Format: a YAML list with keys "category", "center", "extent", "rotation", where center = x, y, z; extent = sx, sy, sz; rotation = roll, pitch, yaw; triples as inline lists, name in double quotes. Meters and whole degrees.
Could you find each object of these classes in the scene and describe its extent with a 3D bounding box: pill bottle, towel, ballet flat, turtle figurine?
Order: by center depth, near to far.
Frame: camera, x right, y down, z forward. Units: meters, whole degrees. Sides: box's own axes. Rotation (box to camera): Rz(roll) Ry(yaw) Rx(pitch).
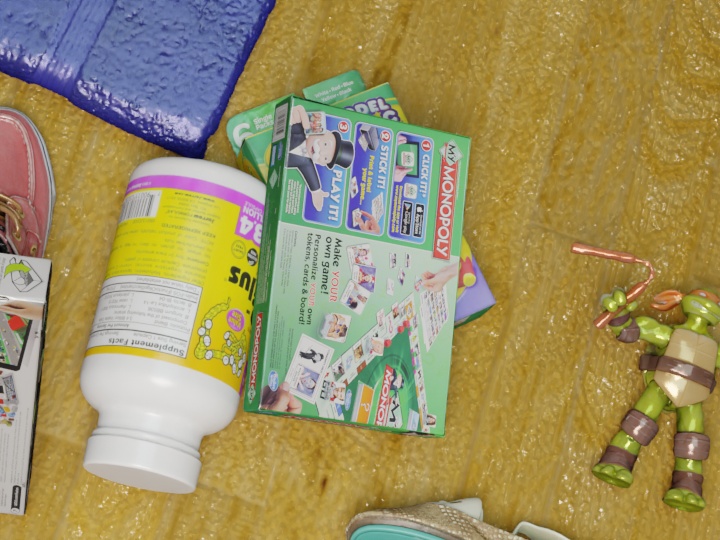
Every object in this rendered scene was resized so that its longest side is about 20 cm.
- category: "pill bottle"
  center: [-0.119, 0.036, 1.077]
  extent: [0.104, 0.104, 0.201]
  rotation: [14, 72, -7]
- category: "ballet flat"
  center: [0.086, 0.189, 1.104]
  extent: [0.199, 0.071, 0.066]
  rotation: [24, 44, -6]
- category: "turtle figurine"
  center: [0.210, 0.073, 1.153]
  extent: [0.199, 0.064, 0.162]
  rotation: [23, 78, -13]
- category: "towel"
  center: [-0.171, -0.177, 1.162]
  extent: [0.199, 0.050, 0.148]
  rotation: [25, 78, -4]

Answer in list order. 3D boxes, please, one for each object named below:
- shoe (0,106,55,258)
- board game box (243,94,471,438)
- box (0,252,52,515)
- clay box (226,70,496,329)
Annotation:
- category: "shoe"
  center: [-0.235, -0.025, 1.075]
  extent: [0.071, 0.091, 0.202]
  rotation: [5, 69, -9]
- category: "board game box"
  center: [0.000, 0.000, 1.082]
  extent: [0.134, 0.029, 0.202]
  rotation: [11, 78, -26]
- category: "box"
  center: [-0.245, 0.068, 0.996]
  extent: [0.109, 0.201, 0.035]
  rotation: [8, 44, -9]
- category: "clay box"
  center: [-0.003, -0.040, 1.151]
  extent: [0.114, 0.048, 0.201]
  rotation: [-23, 81, -18]
